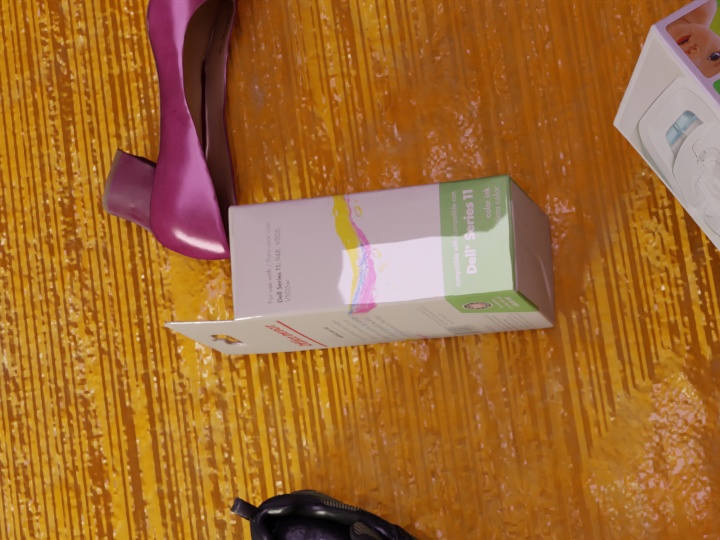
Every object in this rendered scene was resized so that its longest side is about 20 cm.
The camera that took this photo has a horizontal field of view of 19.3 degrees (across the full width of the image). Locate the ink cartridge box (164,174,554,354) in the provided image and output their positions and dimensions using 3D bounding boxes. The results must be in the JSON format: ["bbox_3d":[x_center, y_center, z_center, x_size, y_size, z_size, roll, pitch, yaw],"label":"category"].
[{"bbox_3d":[0.000,0.000,1.175,0.198,0.117,0.068,-6,78,15],"label":"ink cartridge box"}]

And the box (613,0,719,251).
[{"bbox_3d":[0.260,-0.075,1.041,0.199,0.097,0.177,-29,68,-19],"label":"box"}]

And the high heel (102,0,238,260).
[{"bbox_3d":[-0.082,-0.109,1.245,0.096,0.067,0.202,21,102,29],"label":"high heel"}]

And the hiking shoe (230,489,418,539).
[{"bbox_3d":[0.021,0.178,1.146,0.199,0.101,0.076,21,87,19],"label":"hiking shoe"}]
